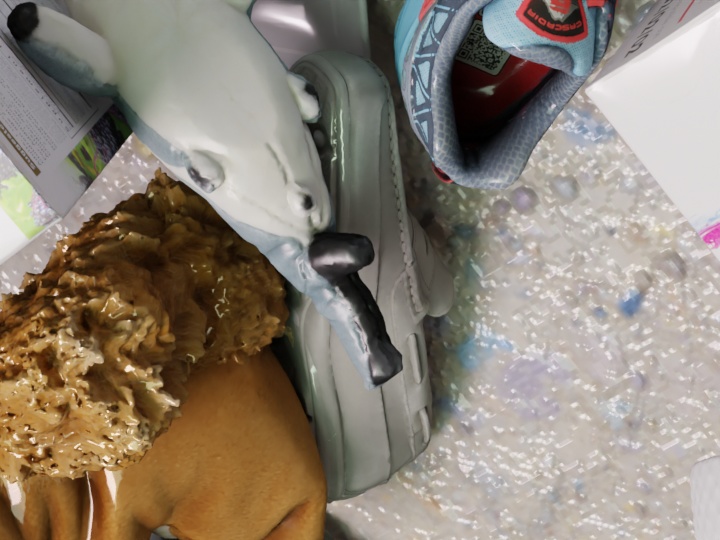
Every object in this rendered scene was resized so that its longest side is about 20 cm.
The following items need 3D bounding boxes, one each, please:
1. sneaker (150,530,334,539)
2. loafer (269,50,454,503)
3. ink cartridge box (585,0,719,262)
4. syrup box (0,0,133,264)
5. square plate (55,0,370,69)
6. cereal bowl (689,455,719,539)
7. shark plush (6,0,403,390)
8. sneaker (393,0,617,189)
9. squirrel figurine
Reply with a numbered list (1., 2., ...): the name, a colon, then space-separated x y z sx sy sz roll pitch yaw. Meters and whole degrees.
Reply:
1. sneaker: -0.081 0.125 1.191 0.200 0.075 0.079 30 134 16
2. loafer: 0.000 0.000 1.081 0.070 0.070 0.200 48 147 42
3. ink cartridge box: 0.153 -0.056 0.957 0.068 0.115 0.200 -32 101 37
4. syrup box: -0.143 -0.046 0.995 0.079 0.200 0.081 -37 99 11
5. square plate: -0.087 -0.162 1.054 0.198 0.028 0.200 9 120 18
6. cereal bowl: 0.214 0.103 0.962 0.200 0.200 0.083 -6 80 25
7. shark plush: -0.040 -0.051 1.017 0.200 0.091 0.083 43 164 5
8. sneaker: 0.074 -0.109 0.967 0.079 0.096 0.200 14 128 -12
9. squirrel figurine: -0.118 0.060 1.051 0.142 0.186 0.200 50 144 31
